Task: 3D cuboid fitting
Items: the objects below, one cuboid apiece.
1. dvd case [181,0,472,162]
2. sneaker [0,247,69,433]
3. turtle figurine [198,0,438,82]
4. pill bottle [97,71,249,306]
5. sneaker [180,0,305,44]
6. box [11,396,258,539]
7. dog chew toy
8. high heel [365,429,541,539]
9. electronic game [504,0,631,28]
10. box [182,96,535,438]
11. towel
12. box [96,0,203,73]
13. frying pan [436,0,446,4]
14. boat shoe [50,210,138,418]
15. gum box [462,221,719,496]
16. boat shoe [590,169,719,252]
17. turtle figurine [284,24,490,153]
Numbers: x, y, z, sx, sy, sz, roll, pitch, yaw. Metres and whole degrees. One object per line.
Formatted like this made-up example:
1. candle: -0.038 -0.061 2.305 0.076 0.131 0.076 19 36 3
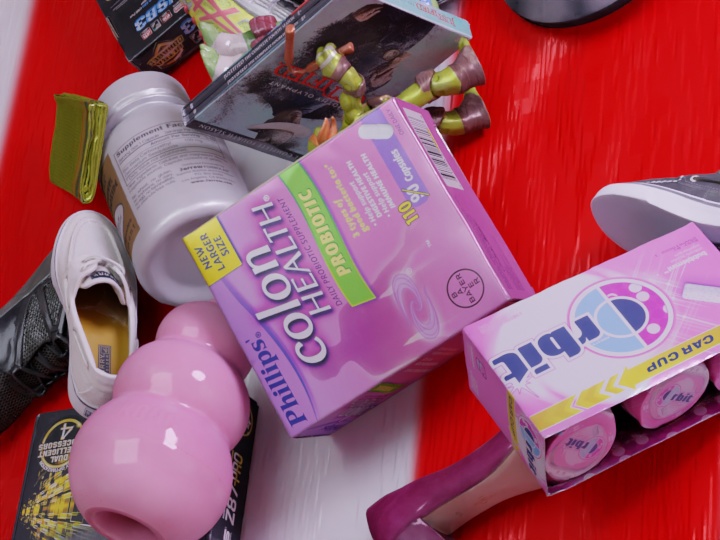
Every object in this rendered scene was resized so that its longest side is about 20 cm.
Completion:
1. dvd case: -0.027 -0.157 1.704 0.200 0.145 0.022 -35 55 34
2. sneaker: -0.262 0.068 1.807 0.200 0.076 0.114 -51 40 -10
3. turtle figurine: -0.044 -0.228 1.740 0.193 0.200 0.145 -21 57 5
4. pill bottle: -0.160 -0.074 1.800 0.114 0.114 0.201 -37 46 10
5. sneaker: -0.122 -0.224 1.870 0.200 0.078 0.091 36 110 24
6. box: -0.183 0.182 1.696 0.199 0.049 0.162 -9 59 28
7. dog chew toy: -0.139 0.109 1.607 0.124 0.125 0.201 0 54 35
8. high heel: 0.088 0.134 1.531 0.200 0.067 0.096 -52 44 6
9. electronic game: 0.192 -0.286 1.735 0.199 0.042 0.201 -24 49 31
10. box: 0.000 0.000 1.602 0.199 0.097 0.177 -32 79 15
11. towel: -0.253 -0.110 1.870 0.200 0.018 0.087 -157 76 -72
12. box: -0.162 -0.303 1.993 0.200 0.050 0.199 -40 49 9
13. frying pan: 0.036 -0.259 1.838 0.189 0.031 0.116 -20 43 30
14. boat shoe: -0.211 0.022 1.729 0.070 0.070 0.201 116 155 -48
15. gum box: 0.184 0.056 1.458 0.199 0.066 0.114 -24 48 -13
16. boat shoe: 0.260 -0.042 1.520 0.199 0.070 0.066 8 46 44
17. turtle figurine: 0.020 -0.124 1.675 0.160 0.201 0.064 -23 37 -9
